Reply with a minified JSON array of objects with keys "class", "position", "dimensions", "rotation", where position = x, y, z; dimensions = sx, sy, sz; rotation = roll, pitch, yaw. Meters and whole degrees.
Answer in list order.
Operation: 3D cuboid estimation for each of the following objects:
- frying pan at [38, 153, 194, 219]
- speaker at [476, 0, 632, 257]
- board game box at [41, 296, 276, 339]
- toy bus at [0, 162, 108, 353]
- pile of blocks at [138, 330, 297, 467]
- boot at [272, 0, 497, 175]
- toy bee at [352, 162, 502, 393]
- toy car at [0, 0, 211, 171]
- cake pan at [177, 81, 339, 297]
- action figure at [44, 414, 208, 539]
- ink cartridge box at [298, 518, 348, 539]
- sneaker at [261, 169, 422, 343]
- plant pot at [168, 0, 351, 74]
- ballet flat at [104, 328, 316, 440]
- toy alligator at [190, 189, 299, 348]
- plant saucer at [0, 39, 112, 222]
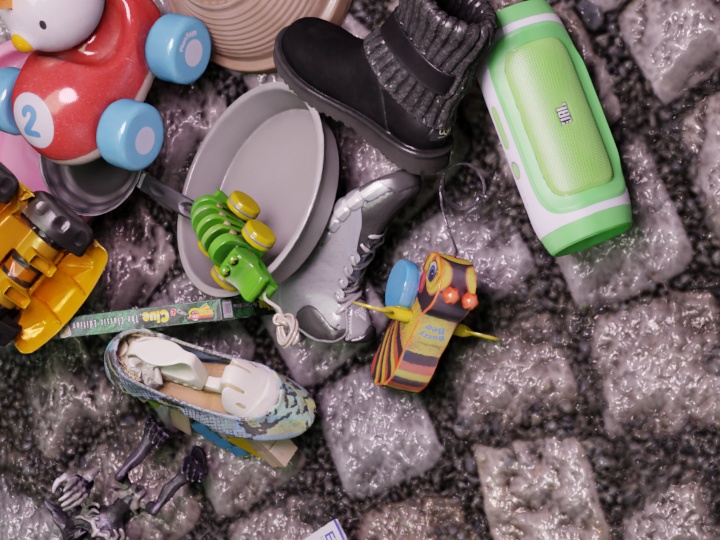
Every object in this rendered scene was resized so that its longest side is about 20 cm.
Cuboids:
[{"class":"frying pan","position":[-0.215,-0.106,1.559],"dimensions":[0.188,0.031,0.116],"rotation":[4,91,21]},{"class":"speaker","position":[0.157,-0.118,1.393],"dimensions":[0.088,0.088,0.202],"rotation":[-24,81,25]},{"class":"board game box","position":[-0.186,0.043,1.560],"dimensions":[0.198,0.104,0.024],"rotation":[-7,87,28]},{"class":"toy bus","position":[-0.354,-0.049,1.536],"dimensions":[0.136,0.200,0.192],"rotation":[-49,37,4]},{"class":"pile of blocks","position":[-0.138,0.116,1.572],"dimensions":[0.199,0.082,0.062],"rotation":[29,61,13]},{"class":"boot","position":[0.020,-0.198,1.411],"dimensions":[0.210,0.079,0.159],"rotation":[37,134,25]},{"class":"toy bee","position":[0.058,0.025,1.422],"dimensions":[0.129,0.109,0.202],"rotation":[-5,114,-9]},{"class":"toy car","position":[-0.269,-0.210,1.473],"dimensions":[0.183,0.200,0.178],"rotation":[17,71,32]},{"class":"cake pan","position":[-0.089,-0.068,1.503],"dimensions":[0.199,0.037,0.202],"rotation":[-24,56,41]},{"class":"action figure","position":[-0.239,0.232,1.594],"dimensions":[0.119,0.102,0.200],"rotation":[44,108,7]},{"class":"ink cartridge box","position":[-0.045,0.356,1.531],"dimensions":[0.199,0.047,0.199],"rotation":[-32,76,22]},{"class":"sneaker","position":[0.000,0.000,1.490],"dimensions":[0.199,0.075,0.116],"rotation":[-35,81,34]},{"class":"plant pot","position":[-0.108,-0.282,1.521],"dimensions":[0.199,0.092,0.204],"rotation":[1,93,27]},{"class":"ballet flat","position":[-0.136,0.099,1.494],"dimensions":[0.198,0.074,0.075],"rotation":[13,97,3]},{"class":"toy alligator","position":[-0.106,-0.011,1.423],"dimensions":[0.059,0.054,0.201],"rotation":[-51,42,20]},{"class":"plant saucer","position":[-0.313,-0.128,1.651],"dimensions":[0.198,0.051,0.203],"rotation":[1,92,27]}]
